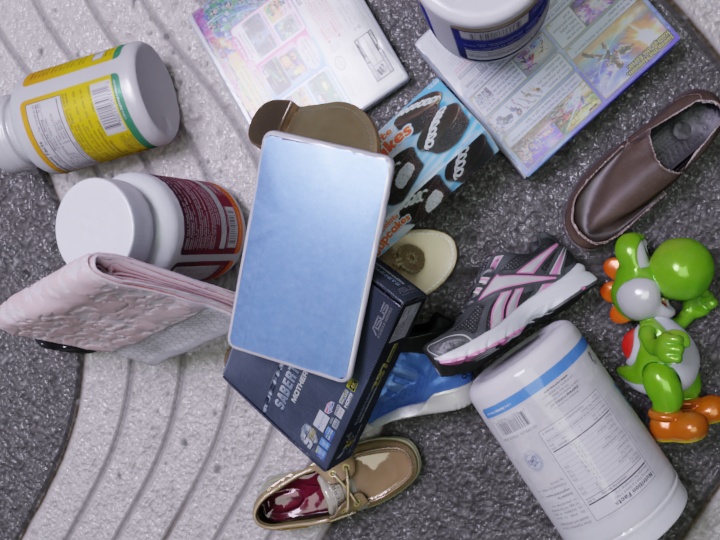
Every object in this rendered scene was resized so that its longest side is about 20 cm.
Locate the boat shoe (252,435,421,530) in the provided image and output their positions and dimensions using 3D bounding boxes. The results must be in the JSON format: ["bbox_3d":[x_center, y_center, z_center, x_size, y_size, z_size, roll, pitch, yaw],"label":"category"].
[{"bbox_3d":[-0.027,0.240,0.855,0.196,0.066,0.075,-24,88,11],"label":"boat shoe"}]

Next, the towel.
[{"bbox_3d":[-0.227,0.044,0.756,0.198,0.189,0.033,-22,60,38],"label":"towel"}]

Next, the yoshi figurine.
[{"bbox_3d":[0.312,0.055,0.766,0.109,0.112,0.205,-15,87,-5],"label":"yoshi figurine"}]

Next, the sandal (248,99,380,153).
[{"bbox_3d":[-0.029,-0.123,0.792,0.210,0.069,0.079,26,89,46],"label":"sandal"}]

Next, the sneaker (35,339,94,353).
[{"bbox_3d":[-0.273,0.058,0.884,0.196,0.091,0.078,-18,88,10],"label":"sneaker"}]

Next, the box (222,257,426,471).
[{"bbox_3d":[-0.042,0.066,0.765,0.157,0.051,0.203,37,116,25],"label":"box"}]

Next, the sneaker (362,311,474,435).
[{"bbox_3d":[0.018,0.105,0.832,0.195,0.077,0.114,-15,96,7],"label":"sneaker"}]

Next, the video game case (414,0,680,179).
[{"bbox_3d":[0.186,-0.229,0.801,0.199,0.045,0.182,-41,83,10],"label":"video game case"}]

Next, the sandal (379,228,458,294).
[{"bbox_3d":[0.001,0.006,0.836,0.206,0.070,0.080,-11,91,11],"label":"sandal"}]

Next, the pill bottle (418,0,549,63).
[{"bbox_3d":[0.109,-0.251,0.691,0.117,0.200,0.123,0,93,11],"label":"pill bottle"}]

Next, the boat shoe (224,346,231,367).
[{"bbox_3d":[-0.064,0.082,0.854,0.198,0.064,0.073,-27,84,31],"label":"boat shoe"}]

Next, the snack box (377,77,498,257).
[{"bbox_3d":[0.035,-0.095,0.808,0.199,0.037,0.117,-41,42,10],"label":"snack box"}]

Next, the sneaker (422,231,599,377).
[{"bbox_3d":[0.139,0.031,0.797,0.197,0.081,0.087,-28,72,-21],"label":"sneaker"}]

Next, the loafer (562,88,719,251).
[{"bbox_3d":[0.278,-0.104,0.776,0.073,0.071,0.201,42,100,6],"label":"loafer"}]

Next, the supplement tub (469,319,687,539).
[{"bbox_3d":[0.209,0.165,0.772,0.131,0.132,0.202,-35,87,10],"label":"supplement tub"}]

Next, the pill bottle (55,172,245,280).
[{"bbox_3d":[-0.208,-0.041,0.803,0.107,0.199,0.113,1,92,20],"label":"pill bottle"}]

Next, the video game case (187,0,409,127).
[{"bbox_3d":[-0.070,-0.244,0.863,0.180,0.024,0.203,-32,87,11],"label":"video game case"}]

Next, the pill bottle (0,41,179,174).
[{"bbox_3d":[-0.311,-0.172,0.869,0.195,0.113,0.116,-13,90,11],"label":"pill bottle"}]

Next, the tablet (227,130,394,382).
[{"bbox_3d":[-0.047,-0.013,0.704,0.127,0.014,0.205,14,99,17],"label":"tablet"}]
